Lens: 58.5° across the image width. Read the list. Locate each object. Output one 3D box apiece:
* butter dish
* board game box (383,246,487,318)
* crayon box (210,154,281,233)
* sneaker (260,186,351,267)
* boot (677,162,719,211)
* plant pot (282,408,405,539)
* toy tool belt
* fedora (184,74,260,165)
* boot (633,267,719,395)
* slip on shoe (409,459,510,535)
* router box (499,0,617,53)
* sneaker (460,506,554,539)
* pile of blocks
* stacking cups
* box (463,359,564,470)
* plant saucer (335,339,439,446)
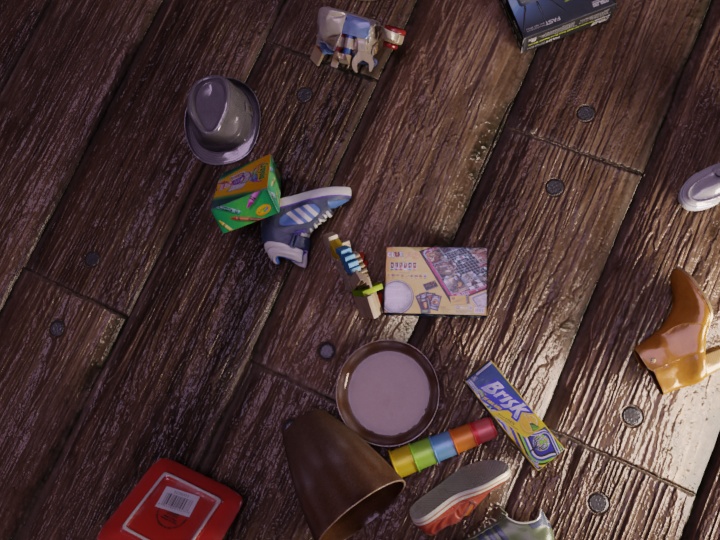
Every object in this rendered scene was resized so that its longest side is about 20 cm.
[{"bbox_3d":[-0.345,0.489,1.199,0.199,0.148,0.200,19,42,15],"label":"butter dish"},{"bbox_3d":[0.147,0.022,1.259,0.199,0.035,0.136,1,79,10],"label":"board game box"},{"bbox_3d":[-0.224,-0.157,1.285,0.118,0.200,0.058,-20,118,5],"label":"crayon box"},{"bbox_3d":[-0.103,-0.082,1.309,0.199,0.081,0.147,-13,88,1],"label":"sneaker"},{"bbox_3d":[0.685,-0.183,1.176,0.200,0.096,0.074,-30,75,3],"label":"boot"},{"bbox_3d":[-0.051,0.358,1.166,0.187,0.187,0.200,-40,61,0],"label":"plant pot"},{"bbox_3d":[-0.010,-0.472,1.360,0.199,0.125,0.123,24,115,17],"label":"toy tool belt"},{"bbox_3d":[-0.310,-0.337,1.382,0.176,0.090,0.201,1,79,10],"label":"fedora"},{"bbox_3d":[0.554,0.109,1.151,0.144,0.071,0.202,-21,81,2],"label":"boot"},{"bbox_3d":[0.185,0.409,1.164,0.200,0.074,0.061,-32,110,-4],"label":"slip on shoe"},{"bbox_3d":[0.398,-0.557,1.320,0.199,0.062,0.150,-20,77,5],"label":"router box"},{"bbox_3d":[0.241,0.467,1.140,0.199,0.067,0.090,-6,70,8],"label":"sneaker"},{"bbox_3d":[0.000,0.000,1.267,0.062,0.082,0.200,-23,77,-26],"label":"pile of blocks"},{"bbox_3d":[0.152,0.319,1.186,0.199,0.061,0.061,-25,75,2],"label":"stacking cups"},{"bbox_3d":[0.275,0.261,1.169,0.064,0.070,0.200,-39,75,-2],"label":"box"},{"bbox_3d":[0.052,0.234,1.230,0.199,0.032,0.201,-3,74,10],"label":"plant saucer"}]
